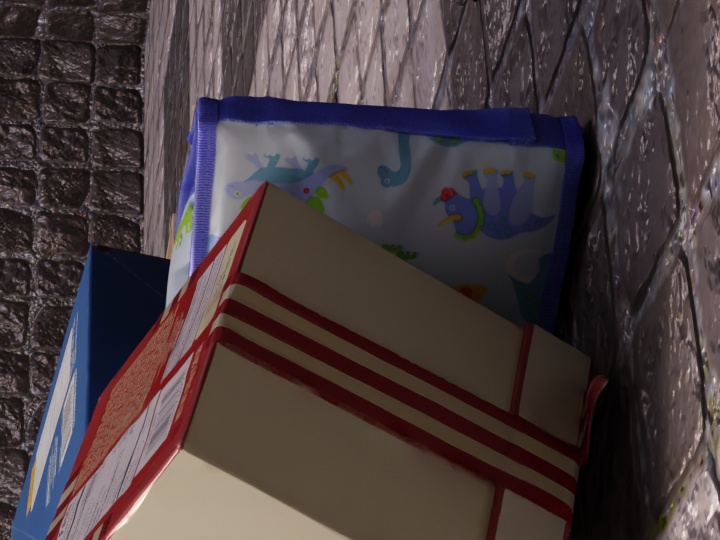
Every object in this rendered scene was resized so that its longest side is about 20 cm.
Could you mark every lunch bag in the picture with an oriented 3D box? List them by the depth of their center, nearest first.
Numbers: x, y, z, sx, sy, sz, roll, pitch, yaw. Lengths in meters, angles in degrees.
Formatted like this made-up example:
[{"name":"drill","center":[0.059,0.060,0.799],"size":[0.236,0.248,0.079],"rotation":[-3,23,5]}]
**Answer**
[{"name":"lunch bag","center":[0.000,0.000,1.051],"size":[0.200,0.169,0.128],"rotation":[102,168,-49]}]

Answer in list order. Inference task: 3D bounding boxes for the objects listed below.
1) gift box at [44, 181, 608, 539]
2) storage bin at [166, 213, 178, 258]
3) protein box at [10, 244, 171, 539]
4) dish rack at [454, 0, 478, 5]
[{"name":"gift box","center":[-0.007,0.099,0.932],"size":[0.200,0.186,0.185],"rotation":[-46,19,43]},{"name":"storage bin","center":[-0.125,0.094,2.012],"size":[0.199,0.093,0.201],"rotation":[104,165,-49]},{"name":"protein box","center":[-0.101,0.132,1.217],"size":[0.199,0.134,0.201],"rotation":[-98,23,-56]},{"name":"dish rack","center":[0.077,-0.230,1.011],"size":[0.153,0.054,0.201],"rotation":[117,154,-66]}]
